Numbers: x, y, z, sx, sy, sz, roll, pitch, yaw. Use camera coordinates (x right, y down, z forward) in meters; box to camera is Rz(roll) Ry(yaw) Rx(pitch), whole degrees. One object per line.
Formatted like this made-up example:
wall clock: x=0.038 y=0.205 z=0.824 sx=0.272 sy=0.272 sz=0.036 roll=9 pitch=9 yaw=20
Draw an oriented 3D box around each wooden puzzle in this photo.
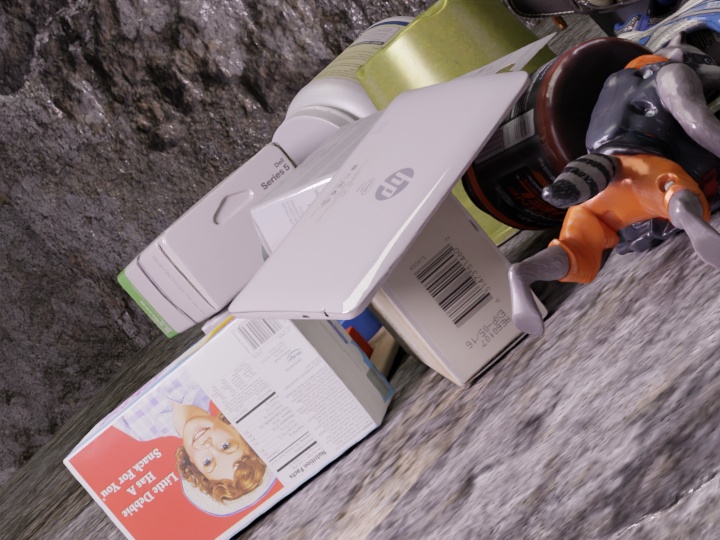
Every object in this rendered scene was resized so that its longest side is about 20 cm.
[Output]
wooden puzzle: x=-0.041 y=0.088 z=1.158 sx=0.185 sy=0.046 sz=0.200 roll=-38 pitch=6 yaw=25

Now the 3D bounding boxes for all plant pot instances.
plant pot: x=0.101 y=-0.141 z=1.253 sx=0.200 sy=0.184 sz=0.200 roll=-39 pitch=6 yaw=5

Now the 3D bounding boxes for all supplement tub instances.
supplement tub: x=0.014 y=-0.149 z=1.464 sx=0.145 sy=0.145 sz=0.200 roll=-34 pitch=10 yaw=48
supplement tub: x=0.137 y=-0.086 z=1.019 sx=0.107 sy=0.107 sz=0.200 roll=-42 pitch=6 yaw=-17

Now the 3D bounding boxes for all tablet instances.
tablet: x=0.011 y=-0.046 z=0.884 sx=0.130 sy=0.014 sz=0.200 roll=-2 pitch=45 yaw=52

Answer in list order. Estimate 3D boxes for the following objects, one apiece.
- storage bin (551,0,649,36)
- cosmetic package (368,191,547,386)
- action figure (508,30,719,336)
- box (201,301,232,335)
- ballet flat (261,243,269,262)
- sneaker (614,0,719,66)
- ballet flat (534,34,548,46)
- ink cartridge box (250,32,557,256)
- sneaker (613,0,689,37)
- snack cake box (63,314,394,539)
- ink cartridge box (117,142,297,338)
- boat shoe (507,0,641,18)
storage bin: x=0.254 y=-0.255 z=1.355 sx=0.145 sy=0.135 sz=0.200 roll=-40 pitch=5 yaw=5
cosmetic package: x=0.043 y=0.006 z=0.957 sx=0.073 sy=0.104 sz=0.200 roll=-40 pitch=5 yaw=-5
action figure: x=0.163 y=-0.068 z=0.761 sx=0.200 sy=0.105 sz=0.194 roll=-39 pitch=16 yaw=39
box: x=-0.061 y=0.037 z=1.373 sx=0.112 sy=0.102 sz=0.200 roll=-39 pitch=6 yaw=10
ballet flat: x=0.000 y=0.000 z=1.203 sx=0.063 sy=0.068 sz=0.199 roll=-3 pitch=-14 yaw=37
sneaker: x=0.215 y=-0.142 z=1.091 sx=0.200 sy=0.077 sz=0.085 roll=-37 pitch=11 yaw=35
ballet flat: x=0.128 y=-0.185 z=1.438 sx=0.062 sy=0.068 sz=0.200 roll=-21 pitch=18 yaw=39
ink cartridge box: x=0.038 y=-0.086 z=1.025 sx=0.199 sy=0.057 sz=0.163 roll=-16 pitch=18 yaw=32
sneaker: x=0.284 y=-0.224 z=1.206 sx=0.200 sy=0.079 sz=0.075 roll=-44 pitch=8 yaw=-25
snack cake box: x=-0.089 y=0.106 z=0.998 sx=0.200 sy=0.115 sz=0.067 roll=-38 pitch=6 yaw=19
ink cartridge box: x=-0.129 y=-0.024 z=1.343 sx=0.145 sy=0.084 sz=0.200 roll=-43 pitch=7 yaw=-20
boat shoe: x=0.193 y=-0.244 z=1.189 sx=0.200 sy=0.072 sz=0.066 roll=-10 pitch=31 yaw=42
